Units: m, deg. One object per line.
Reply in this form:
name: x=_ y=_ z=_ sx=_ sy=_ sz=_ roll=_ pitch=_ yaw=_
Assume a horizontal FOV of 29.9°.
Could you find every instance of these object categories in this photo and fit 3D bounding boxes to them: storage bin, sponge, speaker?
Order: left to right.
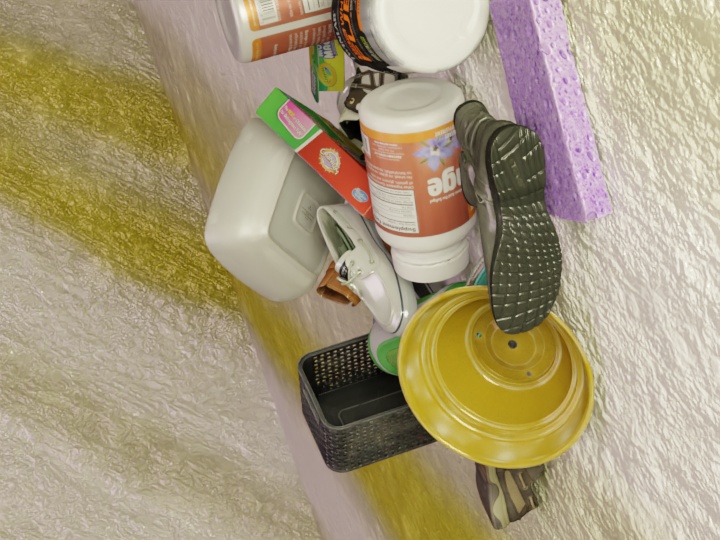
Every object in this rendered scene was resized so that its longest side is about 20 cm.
storage bin: x=0.029 y=0.160 z=1.750 sx=0.094 sy=0.198 sz=0.136 roll=86 pitch=162 yaw=-46
speaker: x=0.084 y=0.070 z=1.574 sx=0.200 sy=0.088 sz=0.089 roll=-27 pitch=80 yaw=61
sponge: x=0.163 y=-0.144 z=1.178 sx=0.112 sy=0.030 sz=0.202 roll=-157 pitch=51 yaw=-75

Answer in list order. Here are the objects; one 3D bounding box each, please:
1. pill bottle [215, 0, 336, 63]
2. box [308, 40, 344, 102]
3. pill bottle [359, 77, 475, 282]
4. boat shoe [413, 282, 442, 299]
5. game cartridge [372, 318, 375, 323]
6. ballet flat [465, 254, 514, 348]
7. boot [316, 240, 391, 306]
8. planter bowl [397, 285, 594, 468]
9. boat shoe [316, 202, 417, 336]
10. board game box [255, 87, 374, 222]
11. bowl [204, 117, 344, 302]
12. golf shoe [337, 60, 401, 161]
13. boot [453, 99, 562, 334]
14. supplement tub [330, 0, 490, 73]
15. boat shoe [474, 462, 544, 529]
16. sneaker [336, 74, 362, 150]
pill bottle: x=-0.058 y=-0.311 z=1.525 sx=0.112 sy=0.198 sz=0.113 roll=164 pitch=90 yaw=-77
box: x=-0.043 y=-0.314 z=1.669 sx=0.118 sy=0.048 sz=0.201 roll=90 pitch=180 yaw=-53
pill bottle: x=0.066 y=-0.094 z=1.443 sx=0.112 sy=0.111 sz=0.201 roll=-126 pitch=23 yaw=-56
boat shoe: x=0.077 y=0.052 z=1.709 sx=0.072 sy=0.067 sz=0.201 roll=91 pitch=159 yaw=-54
game cartridge: x=0.069 y=0.129 z=1.918 sx=0.133 sy=0.041 sz=0.201 roll=90 pitch=159 yaw=-62
ballet flat: x=0.135 y=0.038 z=1.417 sx=0.072 sy=0.071 sz=0.202 roll=-122 pitch=30 yaw=-48
boot: x=-0.002 y=-0.025 z=1.742 sx=0.077 sy=0.156 sz=0.200 roll=38 pitch=170 yaw=-24
planter bowl: x=0.143 y=0.090 z=1.345 sx=0.083 sy=0.199 sz=0.202 roll=-49 pitch=-48 yaw=-58
boat shoe: x=0.000 y=0.000 z=1.575 sx=0.201 sy=0.066 sz=0.074 roll=61 pitch=138 yaw=41
board game box: x=-0.018 y=-0.125 z=1.611 sx=0.200 sy=0.040 sz=0.153 roll=44 pitch=-171 yaw=24
bowl: x=-0.095 y=-0.075 z=1.719 sx=0.074 sy=0.201 sz=0.200 roll=4 pitch=156 yaw=36
golf shoe: x=0.009 y=-0.211 z=1.611 sx=0.078 sy=0.094 sz=0.201 roll=88 pitch=162 yaw=-53
boot: x=0.131 y=-0.053 z=1.252 sx=0.131 sy=0.067 sz=0.202 roll=-133 pitch=36 yaw=-70
supplement tub: x=0.042 y=-0.258 z=1.343 sx=0.200 sy=0.122 sz=0.124 roll=-153 pitch=48 yaw=-73
boat shoe: x=0.166 y=0.211 z=1.528 sx=0.201 sy=0.073 sz=0.075 roll=78 pitch=171 yaw=-46
sneaker: x=0.004 y=-0.155 z=1.741 sx=0.201 sy=0.074 sz=0.100 roll=90 pitch=159 yaw=-52
